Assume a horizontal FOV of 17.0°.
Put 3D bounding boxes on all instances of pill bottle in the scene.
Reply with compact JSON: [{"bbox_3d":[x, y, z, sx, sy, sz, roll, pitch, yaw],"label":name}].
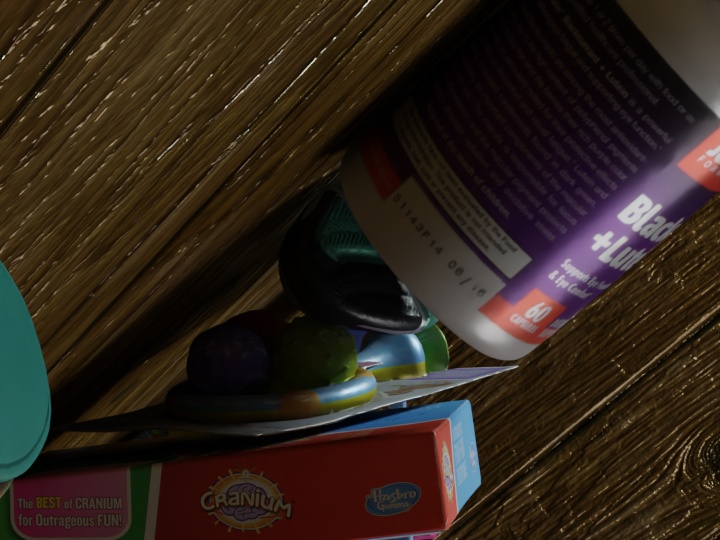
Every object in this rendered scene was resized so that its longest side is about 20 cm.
[{"bbox_3d":[0.098,-0.067,0.945,0.200,0.112,0.111,-42,176,17],"label":"pill bottle"}]

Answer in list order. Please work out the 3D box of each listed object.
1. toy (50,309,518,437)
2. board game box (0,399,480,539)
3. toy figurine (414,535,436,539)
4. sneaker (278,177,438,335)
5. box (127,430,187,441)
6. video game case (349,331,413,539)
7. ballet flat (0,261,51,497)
[{"bbox_3d":[-0.031,0.041,1.082,0.115,0.048,0.200,-2,-179,37],"label":"toy"},{"bbox_3d":[-0.055,0.092,1.022,0.199,0.041,0.153,-7,-179,7],"label":"board game box"},{"bbox_3d":[0.018,0.168,2.225,0.150,0.184,0.200,-40,175,-2],"label":"toy figurine"},{"bbox_3d":[0.000,0.000,1.078,0.087,0.075,0.200,-31,178,27],"label":"sneaker"},{"bbox_3d":[-0.155,0.199,1.386,0.200,0.122,0.193,-42,176,28],"label":"box"},{"bbox_3d":[0.004,0.101,1.377,0.045,0.201,0.181,-2,174,-2],"label":"video game case"},{"bbox_3d":[-0.103,0.018,0.407,0.071,0.071,0.200,-41,177,2],"label":"ballet flat"}]
